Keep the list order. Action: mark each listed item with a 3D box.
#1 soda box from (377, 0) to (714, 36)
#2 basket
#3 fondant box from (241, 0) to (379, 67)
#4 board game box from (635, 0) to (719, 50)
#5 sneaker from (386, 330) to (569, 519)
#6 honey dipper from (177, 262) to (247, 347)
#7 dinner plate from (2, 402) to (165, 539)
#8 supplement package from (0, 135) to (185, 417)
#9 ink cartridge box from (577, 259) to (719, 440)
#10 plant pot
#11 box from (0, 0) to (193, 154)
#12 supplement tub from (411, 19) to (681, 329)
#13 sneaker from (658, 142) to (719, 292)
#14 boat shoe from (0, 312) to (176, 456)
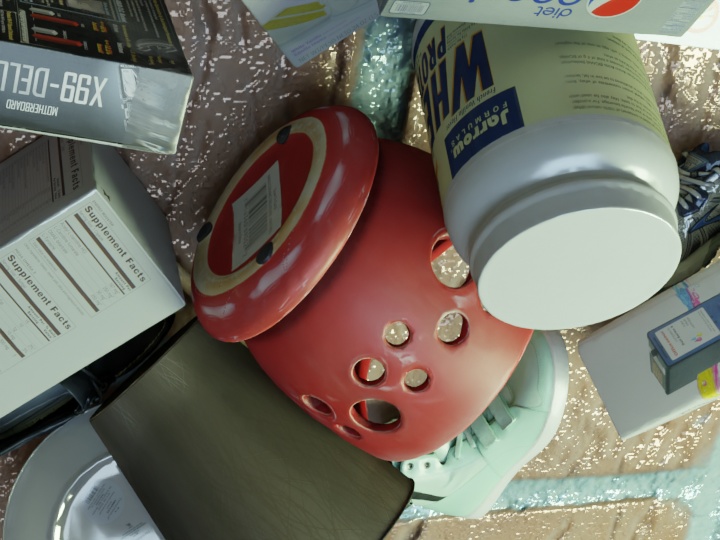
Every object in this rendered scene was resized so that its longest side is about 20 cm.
[{"bbox_3d":[0.104,-0.180,0.777,0.197,0.069,0.064,-1,154,-22],"label":"soda box"},{"bbox_3d":[-0.087,0.141,1.009,0.180,0.136,0.201,-43,96,-19],"label":"basket"},{"bbox_3d":[-0.016,-0.208,0.821,0.143,0.059,0.200,-31,164,5],"label":"fondant box"},{"bbox_3d":[0.182,-0.255,0.916,0.197,0.056,0.198,4,123,-19],"label":"board game box"},{"bbox_3d":[0.085,0.124,1.133,0.117,0.074,0.202,9,123,-30],"label":"sneaker"},{"bbox_3d":[-0.095,0.041,1.054,0.038,0.038,0.200,-36,122,10],"label":"honey dipper"},{"bbox_3d":[-0.169,0.199,1.059,0.197,0.024,0.204,0,92,-18],"label":"dinner plate"},{"bbox_3d":[-0.232,0.008,0.936,0.198,0.114,0.110,-30,126,6],"label":"supplement package"},{"bbox_3d":[0.284,0.043,1.067,0.199,0.089,0.145,-31,166,28],"label":"ink cartridge box"},{"bbox_3d":[0.000,0.000,0.951,0.182,0.201,0.200,36,108,-28],"label":"plant pot"},{"bbox_3d":[-0.188,-0.141,0.793,0.155,0.201,0.050,8,118,-22],"label":"box"},{"bbox_3d":[0.113,-0.082,0.861,0.143,0.202,0.146,-6,146,-4],"label":"supplement tub"},{"bbox_3d":[0.254,-0.054,1.075,0.198,0.077,0.086,-23,121,-11],"label":"sneaker"},{"bbox_3d":[-0.218,0.079,1.019,0.197,0.066,0.075,-26,126,1],"label":"boat shoe"}]
